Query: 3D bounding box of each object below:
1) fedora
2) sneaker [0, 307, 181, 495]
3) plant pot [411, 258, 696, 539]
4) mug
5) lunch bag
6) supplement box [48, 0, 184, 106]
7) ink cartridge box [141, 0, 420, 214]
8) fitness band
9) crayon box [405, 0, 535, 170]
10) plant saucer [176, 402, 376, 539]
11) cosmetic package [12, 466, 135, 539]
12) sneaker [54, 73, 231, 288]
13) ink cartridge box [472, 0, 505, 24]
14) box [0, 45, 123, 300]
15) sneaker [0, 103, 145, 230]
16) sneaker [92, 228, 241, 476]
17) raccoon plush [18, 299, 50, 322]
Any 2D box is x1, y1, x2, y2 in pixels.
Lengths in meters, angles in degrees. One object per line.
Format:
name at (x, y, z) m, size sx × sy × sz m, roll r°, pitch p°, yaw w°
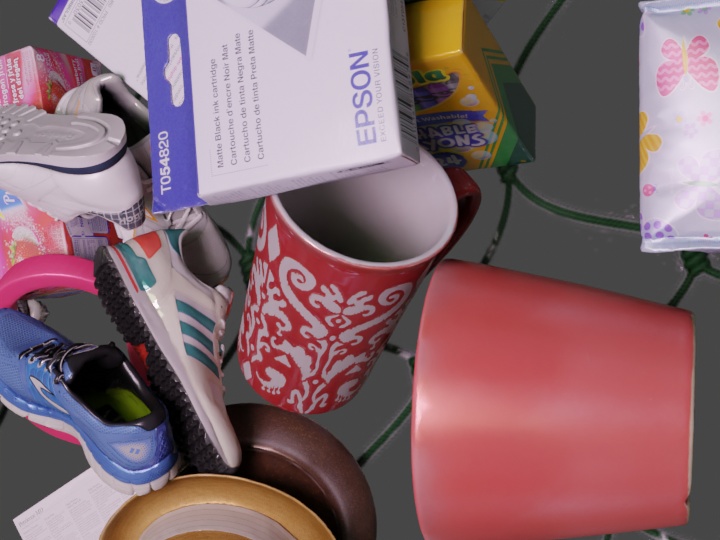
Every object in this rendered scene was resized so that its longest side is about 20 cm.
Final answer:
fedora at (-0.108, 0.248, 0.926) m, size 0.198 × 0.082 × 0.203 m, roll 2°, pitch 113°, yaw 5°
sneaker at (-0.211, 0.078, 0.929) m, size 0.199 × 0.078 × 0.090 m, roll 31°, pitch 134°, yaw 22°
plant pot at (0.139, 0.096, 0.850) m, size 0.175 × 0.200 × 0.203 m, roll 2°, pitch 91°, yaw 13°
mug at (-0.001, 0.009, 0.906) m, size 0.201 × 0.175 × 0.135 m, roll 112°, pitch 157°, yaw -48°
lunch bag at (0.285, -0.097, 0.808) m, size 0.197 × 0.127 × 0.172 m, roll 1°, pitch 93°, yaw 17°
supplement box at (-0.136, -0.184, 1.004) m, size 0.200 × 0.103 × 0.102 m, roll 40°, pitch 104°, yaw 20°
ink cartridge box at (-0.066, -0.149, 0.797) m, size 0.198 × 0.041 × 0.202 m, roll -10°, pitch 80°, yaw 23°
fitness band at (-0.236, 0.070, 1.033) m, size 0.142 × 0.038 × 0.202 m, roll 9°, pitch 132°, yaw 8°
crayon box at (0.037, -0.131, 0.872) m, size 0.124 × 0.200 × 0.052 m, roll -6°, pitch 66°, yaw 24°
plant saucer at (-0.086, 0.207, 0.986) m, size 0.197 × 0.035 × 0.203 m, roll 1°, pitch 102°, yaw 7°
cosmetic package at (-0.200, 0.199, 1.063) m, size 0.199 × 0.051 × 0.083 m, roll -34°, pitch 82°, yaw 20°
sneaker at (-0.170, -0.069, 0.995) m, size 0.201 × 0.076 × 0.092 m, roll 51°, pitch 153°, yaw -9°
ink cartridge box at (0.061, -0.269, 0.925) m, size 0.145 × 0.083 × 0.201 m, roll 43°, pitch 107°, yaw 17°
box at (-0.272, -0.080, 1.066) m, size 0.094 × 0.099 × 0.203 m, roll -12°, pitch 86°, yaw 23°
sneaker at (-0.252, -0.078, 0.967) m, size 0.198 × 0.077 × 0.081 m, roll 14°, pitch 138°, yaw 35°
sneaker at (-0.124, 0.056, 0.950) m, size 0.201 × 0.093 × 0.070 m, roll 60°, pitch 148°, yaw 8°
raccoon plush at (-0.355, 0.101, 1.134) m, size 0.096 × 0.134 × 0.201 m, roll 31°, pitch 135°, yaw 5°
